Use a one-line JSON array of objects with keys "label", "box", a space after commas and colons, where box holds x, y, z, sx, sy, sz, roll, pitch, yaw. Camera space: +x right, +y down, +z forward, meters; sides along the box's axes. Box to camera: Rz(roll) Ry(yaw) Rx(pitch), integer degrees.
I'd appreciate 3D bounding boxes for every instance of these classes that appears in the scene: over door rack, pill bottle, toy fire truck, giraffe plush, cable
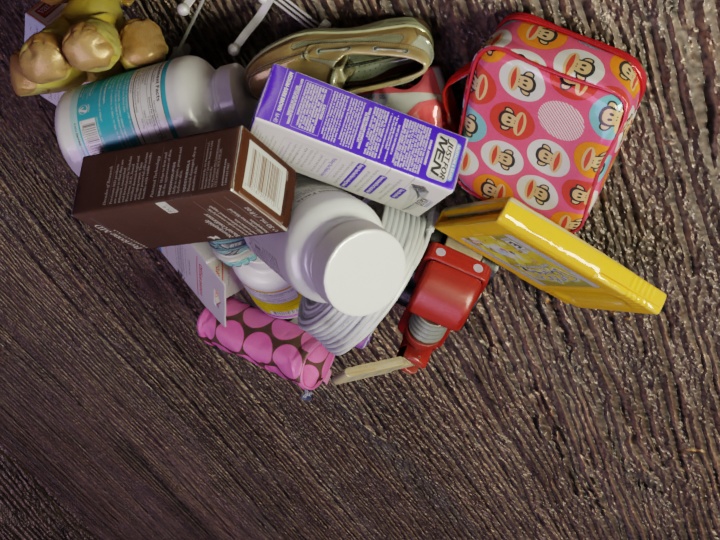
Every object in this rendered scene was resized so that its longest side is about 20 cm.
[{"label": "over door rack", "box": [-0.133, -0.241, 0.965, 0.148, 0.067, 0.200, 38, 145, -5]}, {"label": "pill bottle", "box": [-0.111, -0.011, 1.147, 0.104, 0.104, 0.200, 25, 164, 12]}, {"label": "toy fire truck", "box": [0.066, 0.059, 1.044, 0.129, 0.200, 0.176, 24, 145, 1]}, {"label": "giraffe plush", "box": [-0.296, -0.289, 0.959, 0.172, 0.200, 0.162, -10, 96, 22]}, {"label": "pill bottle", "box": [-0.213, -0.163, 0.934, 0.200, 0.111, 0.111, -10, 131, 16]}, {"label": "cable", "box": [0.000, 0.000, 1.035, 0.069, 0.200, 0.200, 33, 146, -16]}, {"label": "pill bottle", "box": [-0.039, -0.030, 0.911, 0.200, 0.114, 0.114, 36, 161, 56]}]

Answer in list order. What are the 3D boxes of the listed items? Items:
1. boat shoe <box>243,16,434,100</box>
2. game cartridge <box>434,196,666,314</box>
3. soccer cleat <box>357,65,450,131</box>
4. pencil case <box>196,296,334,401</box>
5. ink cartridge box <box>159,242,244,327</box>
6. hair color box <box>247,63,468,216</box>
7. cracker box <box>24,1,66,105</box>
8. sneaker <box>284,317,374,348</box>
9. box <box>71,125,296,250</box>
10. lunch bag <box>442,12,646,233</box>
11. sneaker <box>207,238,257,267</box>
[{"label": "boat shoe", "box": [-0.027, -0.199, 0.865, 0.200, 0.076, 0.072, -12, 132, 18]}, {"label": "game cartridge", "box": [0.194, -0.012, 0.929, 0.200, 0.032, 0.176, 31, 172, -14]}, {"label": "soccer cleat", "box": [0.015, -0.174, 0.946, 0.200, 0.067, 0.077, 5, 106, 43]}, {"label": "pencil case", "box": [-0.135, 0.105, 1.253, 0.200, 0.091, 0.094, 23, 170, 27]}, {"label": "ink cartridge box", "box": [-0.221, -0.031, 1.230, 0.200, 0.068, 0.116, 47, 152, 22]}, {"label": "hair color box", "box": [-0.009, -0.123, 0.861, 0.200, 0.065, 0.109, 21, 166, -11]}, {"label": "cracker box", "box": [-0.336, -0.245, 1.131, 0.200, 0.058, 0.134, 33, 145, -2]}, {"label": "sneaker", "box": [-0.049, 0.086, 1.296, 0.114, 0.073, 0.200, 42, 145, -18]}, {"label": "box", "box": [-0.177, -0.078, 0.873, 0.200, 0.075, 0.100, -4, 158, 28]}, {"label": "lunch bag", "box": [0.161, -0.139, 0.841, 0.176, 0.082, 0.200, 25, 145, 12]}, {"label": "sneaker", "box": [-0.099, -0.090, 1.010, 0.078, 0.200, 0.086, 41, 174, 26]}]
